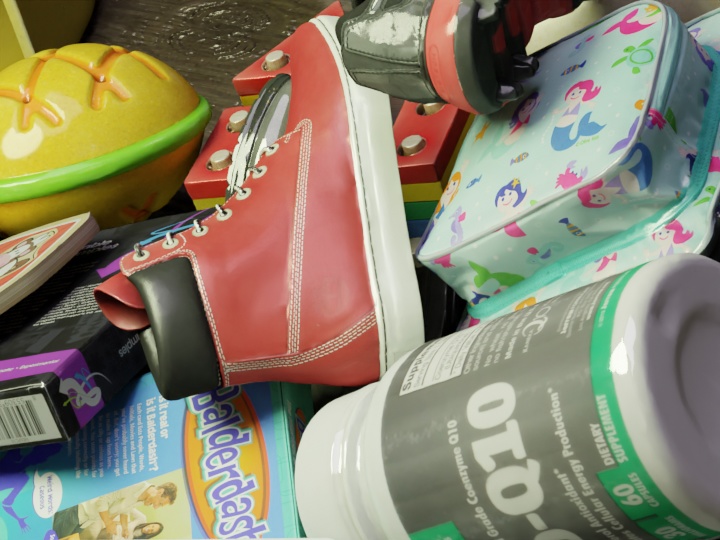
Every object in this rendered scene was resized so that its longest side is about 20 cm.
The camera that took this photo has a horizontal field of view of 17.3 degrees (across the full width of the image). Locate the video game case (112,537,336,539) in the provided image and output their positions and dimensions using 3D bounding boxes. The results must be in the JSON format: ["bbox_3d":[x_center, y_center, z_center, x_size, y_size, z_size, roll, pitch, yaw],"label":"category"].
[{"bbox_3d":[-0.111,0.197,0.977,0.200,0.023,0.182,-3,58,22],"label":"video game case"}]

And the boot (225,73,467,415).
[{"bbox_3d":[0.000,0.000,1.159,0.130,0.068,0.200,0,73,27],"label":"boot"}]

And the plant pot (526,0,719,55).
[{"bbox_3d":[0.173,-0.144,1.214,0.183,0.201,0.201,-20,33,22],"label":"plant pot"}]

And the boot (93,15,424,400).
[{"bbox_3d":[-0.054,-0.033,1.092,0.144,0.072,0.200,-5,56,-4],"label":"boot"}]

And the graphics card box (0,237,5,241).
[{"bbox_3d":[-0.256,-0.032,1.397,0.125,0.051,0.200,-15,34,9],"label":"graphics card box"}]

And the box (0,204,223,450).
[{"bbox_3d":[-0.153,0.030,1.161,0.143,0.036,0.200,-10,22,31],"label":"box"}]

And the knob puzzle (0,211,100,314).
[{"bbox_3d":[-0.224,0.016,1.180,0.219,0.030,0.220,-27,12,6],"label":"knob puzzle"}]

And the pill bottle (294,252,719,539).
[{"bbox_3d":[0.074,0.073,0.978,0.200,0.113,0.113,-23,26,42],"label":"pill bottle"}]

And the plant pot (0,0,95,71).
[{"bbox_3d":[-0.283,-0.229,1.569,0.195,0.194,0.200,-6,28,22],"label":"plant pot"}]

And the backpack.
[{"bbox_3d":[0.131,-0.034,1.078,0.177,0.151,0.200,-25,24,43],"label":"backpack"}]

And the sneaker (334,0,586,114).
[{"bbox_3d":[0.051,-0.135,1.093,0.098,0.071,0.200,1,31,27],"label":"sneaker"}]

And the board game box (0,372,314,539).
[{"bbox_3d":[-0.114,0.125,1.076,0.200,0.045,0.152,-18,48,12],"label":"board game box"}]

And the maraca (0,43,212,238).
[{"bbox_3d":[-0.178,-0.062,1.295,0.200,0.107,0.137,-19,16,-11],"label":"maraca"}]

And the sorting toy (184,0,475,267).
[{"bbox_3d":[0.011,-0.082,1.303,0.200,0.070,0.199,-4,38,25],"label":"sorting toy"}]
